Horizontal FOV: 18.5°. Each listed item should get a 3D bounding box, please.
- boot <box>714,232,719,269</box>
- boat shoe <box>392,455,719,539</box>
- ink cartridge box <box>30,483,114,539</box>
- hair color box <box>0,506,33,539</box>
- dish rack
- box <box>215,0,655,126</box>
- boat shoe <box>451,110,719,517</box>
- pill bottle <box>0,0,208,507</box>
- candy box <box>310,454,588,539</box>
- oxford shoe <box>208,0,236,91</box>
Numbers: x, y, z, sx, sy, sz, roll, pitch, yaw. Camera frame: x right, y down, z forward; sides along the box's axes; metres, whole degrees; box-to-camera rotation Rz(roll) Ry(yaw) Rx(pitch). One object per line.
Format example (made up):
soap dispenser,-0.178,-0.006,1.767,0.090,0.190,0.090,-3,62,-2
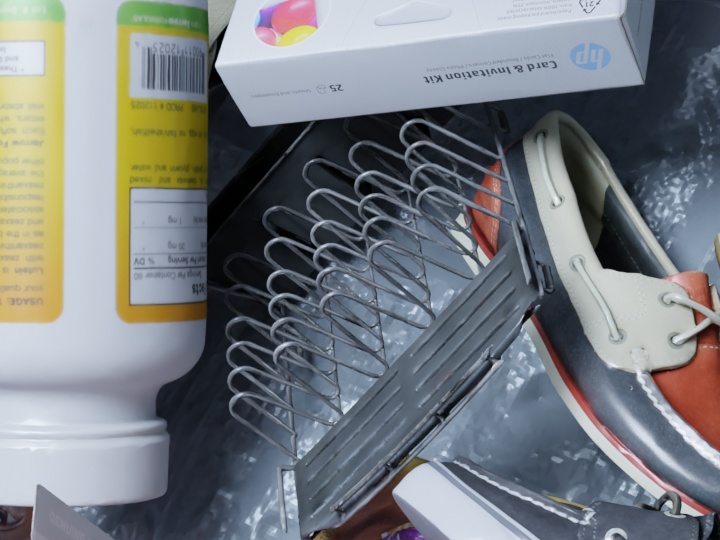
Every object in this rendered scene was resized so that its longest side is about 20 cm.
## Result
boot,0.226,0.029,0.753,0.155,0.072,0.200,-36,57,6
boat shoe,0.100,0.107,0.714,0.200,0.070,0.066,32,74,35
ink cartridge box,-0.102,0.199,0.781,0.057,0.163,0.200,-14,60,16
hair color box,-0.164,0.024,0.935,0.064,0.111,0.200,6,69,32
dish rack,0.000,0.000,0.839,0.153,0.055,0.200,-49,26,23
box,0.040,-0.150,0.848,0.156,0.041,0.200,-5,51,21
boat shoe,0.103,0.019,0.818,0.063,0.071,0.200,-52,46,19
pill bottle,-0.114,-0.014,0.850,0.111,0.111,0.200,1,91,28
candy box,0.065,0.143,0.787,0.200,0.056,0.117,14,71,31
oxford shoe,-0.093,-0.112,0.936,0.200,0.071,0.074,-10,52,-27
